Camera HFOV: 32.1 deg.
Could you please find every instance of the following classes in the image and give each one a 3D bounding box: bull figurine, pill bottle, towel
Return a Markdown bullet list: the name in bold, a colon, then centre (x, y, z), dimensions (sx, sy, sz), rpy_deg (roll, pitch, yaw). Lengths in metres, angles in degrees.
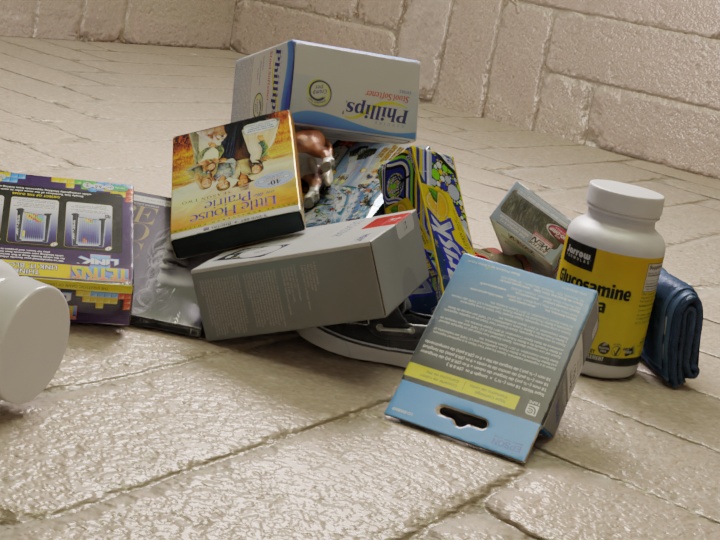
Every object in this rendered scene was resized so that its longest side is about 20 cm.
- **bull figurine**: centre (-0.120, -0.109, 1.457), dimensions (0.197, 0.066, 0.122), rpy_deg (-23, 37, -8)
- **pill bottle**: centre (-0.344, 0.035, 1.011), dimensions (0.197, 0.116, 0.114), rpy_deg (16, 15, 18)
- **towel**: centre (0.339, 0.049, 1.458), dimensions (0.048, 0.114, 0.200), rpy_deg (-2, 16, -8)
- **pill bottle**: centre (0.274, 0.008, 1.389), dimensions (0.110, 0.204, 0.113), rpy_deg (9, 14, -2)

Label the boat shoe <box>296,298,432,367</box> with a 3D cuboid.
- **boat shoe**: centre (0.033, 0.058, 1.288), dimensions (0.197, 0.069, 0.072), rpy_deg (13, 14, 10)

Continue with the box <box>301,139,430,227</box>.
- **box**: centre (-0.015, -0.082, 1.467), dimensions (0.135, 0.040, 0.200), rpy_deg (8, 41, 31)

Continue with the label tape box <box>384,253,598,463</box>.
- **label tape box**: centre (0.127, 0.093, 1.182), dimensions (0.142, 0.064, 0.201), rpy_deg (16, 56, 21)

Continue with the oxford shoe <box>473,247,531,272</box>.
- **oxford shoe**: centre (0.161, 0.011, 1.583), dimensions (0.073, 0.072, 0.200), rpy_deg (3, 5, -14)

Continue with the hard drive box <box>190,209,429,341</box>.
- **hard drive box**: centre (-0.047, 0.004, 1.272), dimensions (0.197, 0.078, 0.156), rpy_deg (-8, 11, 20)

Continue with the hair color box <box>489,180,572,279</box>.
- **hair color box**: centre (0.228, -0.034, 1.593), dimensions (0.099, 0.061, 0.200), rpy_deg (38, -3, 18)

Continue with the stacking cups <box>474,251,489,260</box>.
- **stacking cups**: centre (0.115, -0.001, 1.473), dimensions (0.059, 0.062, 0.200), rpy_deg (8, 4, -9)

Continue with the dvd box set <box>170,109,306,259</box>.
- **dvd box set**: centre (-0.137, -0.098, 1.373), dimensions (0.144, 0.030, 0.202), rpy_deg (-13, 39, 3)

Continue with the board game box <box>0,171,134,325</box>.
- **board game box**: centre (-0.326, -0.026, 1.246), dimensions (0.196, 0.057, 0.167), rpy_deg (5, 40, -14)

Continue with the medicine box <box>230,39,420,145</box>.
- **medicine box**: centre (-0.048, -0.217, 1.588), dimensions (0.179, 0.105, 0.199), rpy_deg (4, -1, -27)

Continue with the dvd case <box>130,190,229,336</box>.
- **dvd case**: centre (-0.217, -0.014, 1.323), dimensions (0.146, 0.016, 0.201), rpy_deg (10, 39, 1)

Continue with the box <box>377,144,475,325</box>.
- **box**: centre (0.079, -0.030, 1.375), dimensions (0.069, 0.203, 0.064), rpy_deg (10, -31, -40)
